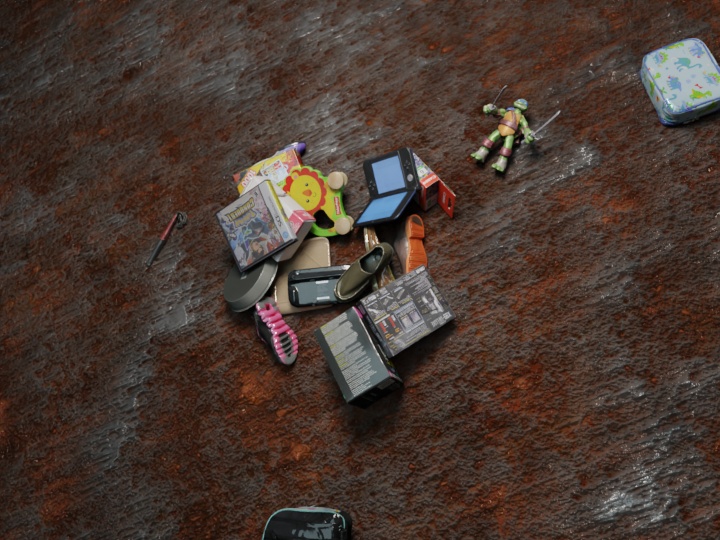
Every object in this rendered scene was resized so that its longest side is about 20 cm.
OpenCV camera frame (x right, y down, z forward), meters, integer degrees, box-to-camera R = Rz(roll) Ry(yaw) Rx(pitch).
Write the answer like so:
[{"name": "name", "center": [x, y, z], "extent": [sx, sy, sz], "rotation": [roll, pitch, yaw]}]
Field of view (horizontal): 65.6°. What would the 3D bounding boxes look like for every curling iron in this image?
[{"name": "curling iron", "center": [-0.614, -0.102, 1.764], "extent": [0.049, 0.026, 0.201], "rotation": [33, 84, 27]}]

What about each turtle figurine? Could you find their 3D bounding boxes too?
[{"name": "turtle figurine", "center": [0.377, -0.367, 1.461], "extent": [0.143, 0.200, 0.195], "rotation": [24, 103, -14]}]

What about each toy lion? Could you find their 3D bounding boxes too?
[{"name": "toy lion", "center": [-0.125, -0.193, 1.568], "extent": [0.190, 0.069, 0.202], "rotation": [-7, 100, 13]}]

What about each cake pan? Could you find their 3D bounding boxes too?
[{"name": "cake pan", "center": [-0.314, 0.020, 1.571], "extent": [0.199, 0.037, 0.201], "rotation": [-28, 41, 28]}]

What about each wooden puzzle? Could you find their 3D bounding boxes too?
[{"name": "wooden puzzle", "center": [-0.168, 0.017, 1.581], "extent": [0.183, 0.037, 0.202], "rotation": [-10, 73, 14]}]

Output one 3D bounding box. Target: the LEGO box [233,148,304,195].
[{"name": "LEGO box", "center": [-0.250, -0.246, 1.644], "extent": [0.199, 0.077, 0.150], "rotation": [-22, 90, 9]}]

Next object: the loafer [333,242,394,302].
[{"name": "loafer", "center": [0.000, 0.000, 1.445], "extent": [0.075, 0.070, 0.200], "rotation": [44, 96, 17]}]

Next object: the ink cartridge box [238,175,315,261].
[{"name": "ink cartridge box", "center": [-0.245, -0.144, 1.545], "extent": [0.200, 0.085, 0.146], "rotation": [41, 111, 12]}]

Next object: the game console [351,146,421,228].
[{"name": "game console", "center": [0.053, -0.219, 1.490], "extent": [0.199, 0.118, 0.172], "rotation": [-5, 102, 52]}]

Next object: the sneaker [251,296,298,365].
[{"name": "sneaker", "center": [-0.242, 0.175, 1.537], "extent": [0.095, 0.079, 0.201], "rotation": [-39, 72, 41]}]

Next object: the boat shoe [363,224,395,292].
[{"name": "boat shoe", "center": [0.056, -0.035, 1.510], "extent": [0.067, 0.072, 0.202], "rotation": [-13, 79, 11]}]

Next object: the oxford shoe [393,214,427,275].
[{"name": "oxford shoe", "center": [0.130, -0.045, 1.499], "extent": [0.073, 0.071, 0.202], "rotation": [-11, 73, 49]}]

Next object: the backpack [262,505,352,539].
[{"name": "backpack", "center": [-0.122, 0.636, 1.285], "extent": [0.198, 0.153, 0.177], "rotation": [1, 70, 8]}]

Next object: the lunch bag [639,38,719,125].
[{"name": "lunch bag", "center": [0.816, -0.474, 1.408], "extent": [0.160, 0.082, 0.202], "rotation": [-19, 67, 12]}]

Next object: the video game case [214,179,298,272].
[{"name": "video game case", "center": [-0.284, -0.118, 1.507], "extent": [0.199, 0.025, 0.182], "rotation": [-27, 86, 25]}]

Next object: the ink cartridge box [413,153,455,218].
[{"name": "ink cartridge box", "center": [0.171, -0.224, 1.508], "extent": [0.050, 0.109, 0.200], "rotation": [-33, 64, -13]}]

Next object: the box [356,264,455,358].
[{"name": "box", "center": [0.115, 0.099, 1.391], "extent": [0.199, 0.050, 0.158], "rotation": [-29, 82, -19]}]

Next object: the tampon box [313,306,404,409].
[{"name": "tampon box", "center": [-0.003, 0.219, 1.392], "extent": [0.126, 0.150, 0.201], "rotation": [-31, 66, 6]}]

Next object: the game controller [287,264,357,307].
[{"name": "game controller", "center": [-0.102, 0.042, 1.519], "extent": [0.198, 0.042, 0.105], "rotation": [-6, 88, 7]}]

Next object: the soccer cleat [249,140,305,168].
[{"name": "soccer cleat", "center": [-0.245, -0.326, 1.710], "extent": [0.199, 0.068, 0.074], "rotation": [-29, 84, 5]}]
